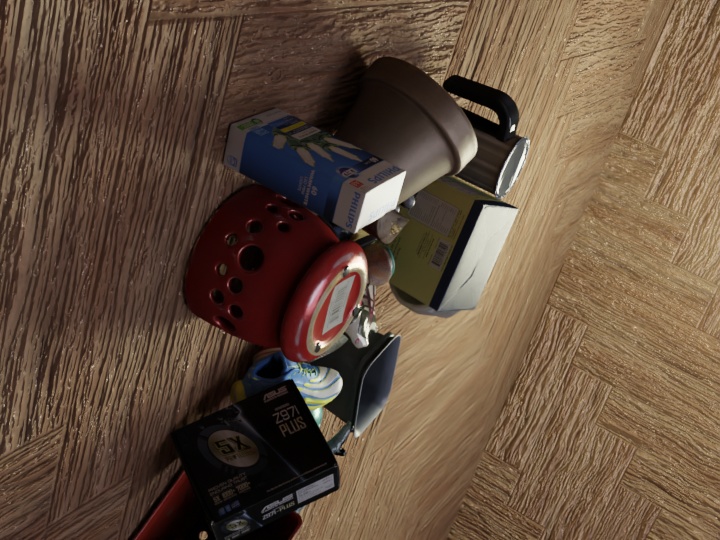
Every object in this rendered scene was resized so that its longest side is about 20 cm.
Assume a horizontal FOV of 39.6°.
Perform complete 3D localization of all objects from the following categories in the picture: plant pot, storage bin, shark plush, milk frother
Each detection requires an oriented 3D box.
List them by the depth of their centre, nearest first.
[{"bbox_3d":[-0.105,0.012,1.329,0.200,0.182,0.201,-46,154,-31],"label":"plant pot"},{"bbox_3d":[0.036,-0.175,1.429,0.175,0.200,0.200,-46,156,-14],"label":"plant pot"},{"bbox_3d":[-0.223,0.433,1.583,0.200,0.200,0.176,-54,169,-19],"label":"plant pot"},{"bbox_3d":[-0.088,0.325,1.647,0.200,0.091,0.083,-31,125,-2],"label":"shark plush"},{"bbox_3d":[0.156,-0.203,1.667,0.200,0.188,0.181,-50,156,-29],"label":"milk frother"},{"bbox_3d":[-0.019,0.173,1.805,0.146,0.134,0.200,-44,154,-41],"label":"storage bin"}]

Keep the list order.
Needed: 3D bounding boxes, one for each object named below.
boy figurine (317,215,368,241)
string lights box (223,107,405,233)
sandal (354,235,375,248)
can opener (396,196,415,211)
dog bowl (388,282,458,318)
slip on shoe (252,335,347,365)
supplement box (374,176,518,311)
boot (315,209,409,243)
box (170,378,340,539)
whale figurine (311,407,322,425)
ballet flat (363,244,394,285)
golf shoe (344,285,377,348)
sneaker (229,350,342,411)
[{"bbox_3d":[-0.021,-0.063,1.581,0.124,0.064,0.200,-43,171,27],"label":"boy figurine"},{"bbox_3d":[-0.057,-0.126,1.233,0.103,0.200,0.059,-34,147,-53],"label":"string lights box"},{"bbox_3d":[-0.045,0.011,1.538,0.200,0.045,0.075,-38,170,18],"label":"sandal"},{"bbox_3d":[0.046,-0.107,1.582,0.053,0.067,0.200,-26,-163,-5],"label":"can opener"},{"bbox_3d":[0.132,-0.009,1.866,0.059,0.200,0.201,13,106,-43],"label":"dog bowl"},{"bbox_3d":[-0.104,0.120,1.649,0.200,0.061,0.074,-18,156,-45],"label":"slip on shoe"},{"bbox_3d":[0.126,-0.062,1.731,0.134,0.200,0.201,1,115,-56],"label":"supplement box"},{"bbox_3d":[-0.018,-0.082,1.382,0.064,0.200,0.186,-58,159,-9],"label":"boot"},{"bbox_3d":[-0.153,0.279,1.470,0.199,0.164,0.086,-22,146,-15],"label":"box"},{"bbox_3d":[-0.116,0.273,1.693,0.159,0.103,0.201,-68,163,-52],"label":"whale figurine"},{"bbox_3d":[0.000,0.000,1.635,0.067,0.068,0.200,-18,179,-15],"label":"ballet flat"},{"bbox_3d":[-0.008,0.070,1.711,0.077,0.088,0.200,-22,-171,16],"label":"golf shoe"},{"bbox_3d":[-0.102,0.173,1.577,0.199,0.076,0.105,-9,147,-34],"label":"sneaker"}]
